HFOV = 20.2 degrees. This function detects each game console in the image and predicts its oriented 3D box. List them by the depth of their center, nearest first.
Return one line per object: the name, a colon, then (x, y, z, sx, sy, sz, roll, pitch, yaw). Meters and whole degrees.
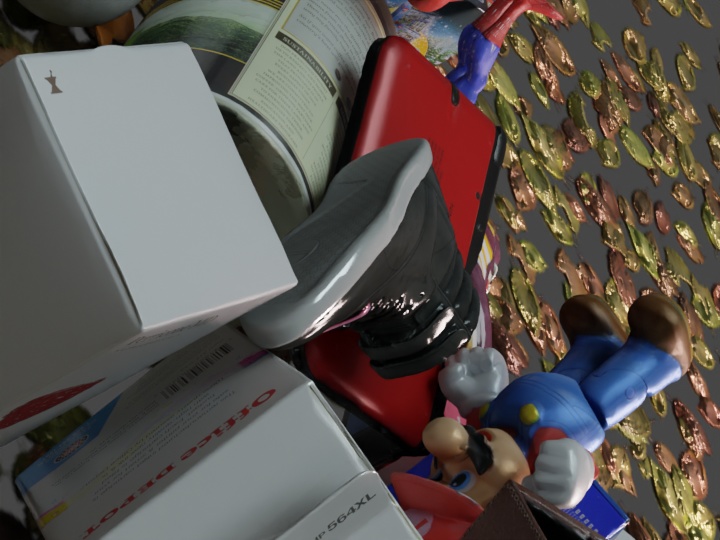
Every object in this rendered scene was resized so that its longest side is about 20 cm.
game console: (0.000, 0.000, 1.117, 0.172, 0.118, 0.201, 38, 57, -43)

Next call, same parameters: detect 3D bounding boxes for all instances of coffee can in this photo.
coffee can: (-0.071, -0.082, 1.107, 0.147, 0.146, 0.200, 51, 31, -18)

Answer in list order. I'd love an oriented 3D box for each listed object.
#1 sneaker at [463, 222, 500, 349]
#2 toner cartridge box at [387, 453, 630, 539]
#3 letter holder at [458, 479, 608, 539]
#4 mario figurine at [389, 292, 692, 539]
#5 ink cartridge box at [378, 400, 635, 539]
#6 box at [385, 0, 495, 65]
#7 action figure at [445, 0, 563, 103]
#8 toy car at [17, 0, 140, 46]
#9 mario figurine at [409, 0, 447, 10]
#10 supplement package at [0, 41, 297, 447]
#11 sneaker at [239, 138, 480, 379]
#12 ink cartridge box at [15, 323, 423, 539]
sneaker: (0.062, 0.007, 1.320, 0.090, 0.075, 0.201, 21, 50, -46)
toner cartridge box: (0.035, 0.158, 1.047, 0.200, 0.043, 0.095, -34, 75, -24)
letter holder: (0.059, 0.223, 0.894, 0.100, 0.200, 0.142, 33, 13, -23)
mario figurine: (0.078, 0.074, 1.005, 0.106, 0.124, 0.200, 40, 58, 10)
ink cartridge box: (0.080, 0.187, 1.186, 0.200, 0.084, 0.145, 38, 38, -35)
box: (-0.022, -0.179, 1.277, 0.200, 0.136, 0.038, 29, 43, -45)
action figure: (0.050, -0.095, 1.277, 0.052, 0.200, 0.065, 40, 8, -22)
toy car: (-0.161, -0.212, 1.101, 0.200, 0.183, 0.178, 73, 10, -53)
mario figurine: (0.018, -0.232, 1.120, 0.200, 0.106, 0.124, 33, 38, -14)
supplement package: (-0.152, 0.003, 0.854, 0.121, 0.199, 0.120, -16, 79, -59)
sneaker: (0.009, 0.015, 0.950, 0.100, 0.070, 0.200, 66, 25, -15)
ink cartridge box: (-0.056, 0.120, 0.887, 0.125, 0.128, 0.200, 55, -8, -16)
